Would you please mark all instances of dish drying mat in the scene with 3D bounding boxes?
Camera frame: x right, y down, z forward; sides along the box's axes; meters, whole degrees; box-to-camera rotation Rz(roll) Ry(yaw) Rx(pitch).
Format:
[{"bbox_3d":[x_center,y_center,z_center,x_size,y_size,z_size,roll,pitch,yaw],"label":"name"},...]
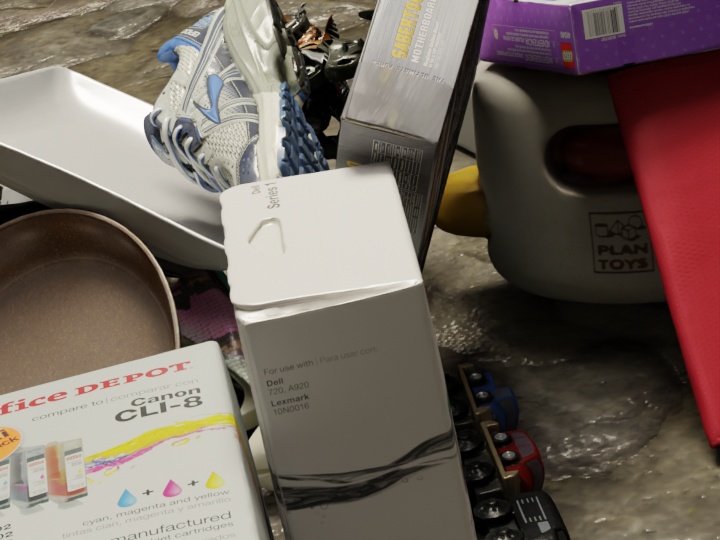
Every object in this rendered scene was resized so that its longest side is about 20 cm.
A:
[{"bbox_3d":[0.184,-0.013,1.341,0.077,0.200,0.018,-11,-15,-10],"label":"dish drying mat"}]

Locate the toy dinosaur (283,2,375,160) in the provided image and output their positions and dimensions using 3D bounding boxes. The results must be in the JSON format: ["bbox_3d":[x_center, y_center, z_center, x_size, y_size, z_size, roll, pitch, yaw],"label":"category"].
[{"bbox_3d":[-0.026,-0.089,1.510,0.136,0.102,0.200,-13,54,2],"label":"toy dinosaur"}]

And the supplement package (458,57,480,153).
[{"bbox_3d":[0.114,-0.141,1.693,0.117,0.117,0.200,-23,28,-21],"label":"supplement package"}]

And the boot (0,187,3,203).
[{"bbox_3d":[-0.238,-0.049,1.747,0.200,0.070,0.132,-11,17,-12],"label":"boot"}]

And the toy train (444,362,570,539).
[{"bbox_3d":[0.068,0.097,1.315,0.046,0.034,0.200,-11,25,-5],"label":"toy train"}]

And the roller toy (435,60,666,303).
[{"bbox_3d":[0.154,-0.058,1.472,0.200,0.140,0.182,-15,18,-28],"label":"roller toy"}]

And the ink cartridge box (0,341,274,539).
[{"bbox_3d":[-0.105,0.147,1.161,0.145,0.145,0.200,-14,24,-2],"label":"ink cartridge box"}]

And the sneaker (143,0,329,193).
[{"bbox_3d":[-0.067,-0.066,1.409,0.085,0.077,0.200,-21,39,9],"label":"sneaker"}]

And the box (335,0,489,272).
[{"bbox_3d":[0.026,-0.086,1.331,0.048,0.200,0.158,15,64,4],"label":"box"}]

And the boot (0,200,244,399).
[{"bbox_3d":[-0.140,0.019,1.460,0.200,0.131,0.068,-15,25,-6],"label":"boot"}]

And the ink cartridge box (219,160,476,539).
[{"bbox_3d":[-0.001,0.070,1.206,0.084,0.200,0.146,-12,25,-1],"label":"ink cartridge box"}]

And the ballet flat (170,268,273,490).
[{"bbox_3d":[-0.046,0.068,1.380,0.071,0.069,0.200,-44,49,-8],"label":"ballet flat"}]

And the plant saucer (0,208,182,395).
[{"bbox_3d":[-0.165,0.067,1.370,0.200,0.032,0.200,-14,63,30],"label":"plant saucer"}]

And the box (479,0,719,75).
[{"bbox_3d":[0.176,-0.140,1.403,0.200,0.039,0.137,-11,11,-16],"label":"box"}]

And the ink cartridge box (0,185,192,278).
[{"bbox_3d":[-0.154,-0.023,1.576,0.099,0.039,0.200,14,-2,-18],"label":"ink cartridge box"}]

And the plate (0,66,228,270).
[{"bbox_3d":[-0.122,-0.052,1.463,0.200,0.032,0.200,25,17,11],"label":"plate"}]
